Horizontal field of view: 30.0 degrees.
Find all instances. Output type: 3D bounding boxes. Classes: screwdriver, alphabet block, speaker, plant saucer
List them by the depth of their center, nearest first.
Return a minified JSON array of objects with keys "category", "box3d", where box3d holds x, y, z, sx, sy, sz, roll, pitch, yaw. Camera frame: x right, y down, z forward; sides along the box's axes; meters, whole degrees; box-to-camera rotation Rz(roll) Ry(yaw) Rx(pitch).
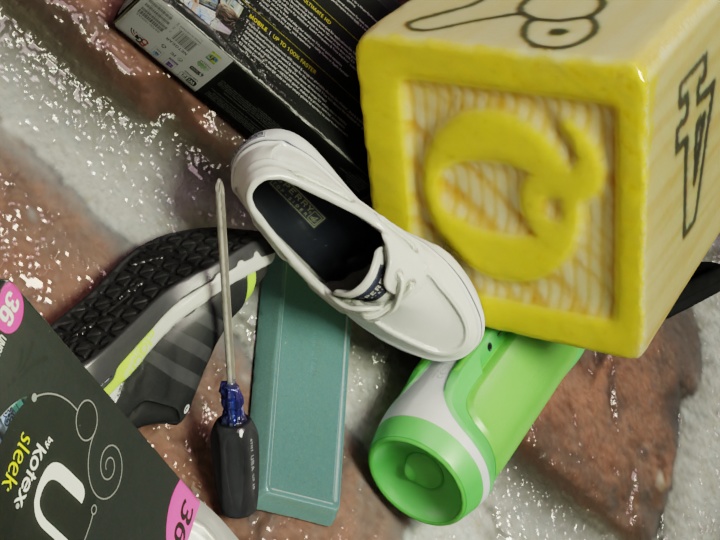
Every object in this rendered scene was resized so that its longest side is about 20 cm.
[{"category":"screwdriver","box3d":[-0.077,0.048,0.751,0.029,0.028,0.203,-18,115,-29]},{"category":"plant saucer","box3d":[-0.034,0.055,0.850,0.069,0.019,0.203,20,62,-33]},{"category":"alphabet block","box3d":[0.131,-0.091,0.877,0.200,0.193,0.199,-43,134,-45]},{"category":"speaker","box3d":[0.085,0.075,0.898,0.089,0.088,0.200,52,48,-11]}]

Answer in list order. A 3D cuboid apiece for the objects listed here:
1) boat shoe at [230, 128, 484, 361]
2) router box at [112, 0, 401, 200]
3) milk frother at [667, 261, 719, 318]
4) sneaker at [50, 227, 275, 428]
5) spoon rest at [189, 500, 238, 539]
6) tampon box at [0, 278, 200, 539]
[{"category":"boat shoe","box3d":[0.000,0.000,0.802,0.199,0.074,0.066,36,19,-22]},{"category":"router box","box3d":[-0.049,-0.159,0.896,0.199,0.051,0.150,39,51,-23]},{"category":"milk frother","box3d":[0.282,-0.064,1.044,0.187,0.199,0.183,-15,87,-42]},{"category":"sneaker","box3d":[-0.119,0.045,0.766,0.200,0.071,0.084,-40,129,-43]},{"category":"spoon rest","box3d":[-0.069,0.182,0.755,0.198,0.061,0.101,19,60,-19]},{"category":"tampon box","box3d":[-0.178,0.117,0.574,0.201,0.125,0.151,61,37,-50]}]
